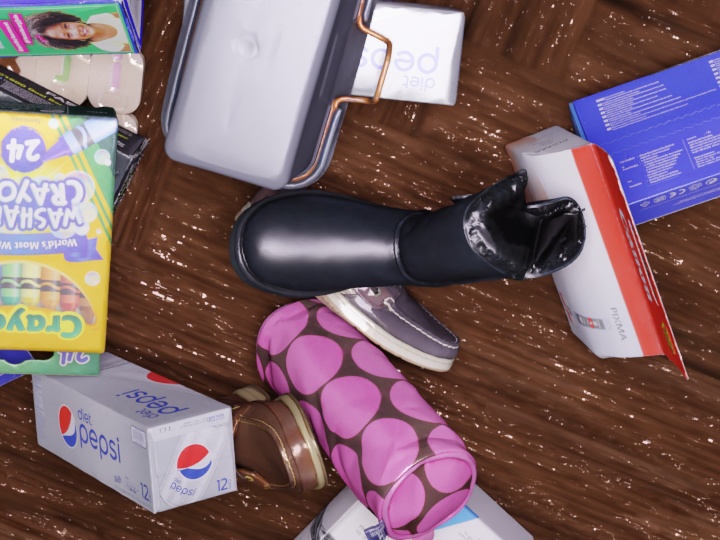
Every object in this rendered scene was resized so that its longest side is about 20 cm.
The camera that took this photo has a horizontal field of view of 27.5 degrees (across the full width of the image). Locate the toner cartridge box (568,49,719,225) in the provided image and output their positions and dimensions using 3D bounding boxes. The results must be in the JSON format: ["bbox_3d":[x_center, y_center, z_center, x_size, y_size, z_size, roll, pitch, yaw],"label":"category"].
[{"bbox_3d":[0.262,-0.107,1.068,0.200,0.043,0.095,-18,65,6],"label":"toner cartridge box"}]

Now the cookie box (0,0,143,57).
[{"bbox_3d":[-0.253,-0.235,1.018,0.199,0.075,0.172,-2,67,2],"label":"cookie box"}]

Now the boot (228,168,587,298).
[{"bbox_3d":[0.032,-0.026,0.996,0.200,0.168,0.077,3,82,-29],"label":"boot"}]

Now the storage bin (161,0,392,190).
[{"bbox_3d":[-0.054,-0.143,0.963,0.145,0.134,0.200,17,104,-3],"label":"storage bin"}]

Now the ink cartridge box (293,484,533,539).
[{"bbox_3d":[0.020,0.246,1.153,0.146,0.084,0.200,43,100,-7],"label":"ink cartridge box"}]

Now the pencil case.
[{"bbox_3d":[-0.002,0.110,1.077,0.091,0.200,0.094,-24,136,-18],"label":"pencil case"}]

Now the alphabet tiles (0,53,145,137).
[{"bbox_3d":[-0.264,-0.131,1.108,0.199,0.015,0.196,8,109,0],"label":"alphabet tiles"}]

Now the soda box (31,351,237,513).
[{"bbox_3d":[-0.168,0.113,1.072,0.068,0.200,0.064,-12,105,-33],"label":"soda box"}]

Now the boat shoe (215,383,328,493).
[{"bbox_3d":[-0.078,0.129,1.067,0.067,0.200,0.072,-20,98,-19],"label":"boat shoe"}]

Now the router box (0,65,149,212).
[{"bbox_3d":[-0.279,-0.071,1.089,0.200,0.062,0.150,26,107,-6],"label":"router box"}]

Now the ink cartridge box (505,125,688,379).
[{"bbox_3d":[0.162,-0.011,1.033,0.050,0.200,0.163,-21,101,3],"label":"ink cartridge box"}]

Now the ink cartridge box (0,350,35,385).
[{"bbox_3d":[-0.330,0.015,1.075,0.095,0.037,0.200,-25,111,15],"label":"ink cartridge box"}]

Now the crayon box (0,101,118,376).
[{"bbox_3d":[-0.238,-0.015,1.027,0.125,0.052,0.201,2,105,-12],"label":"crayon box"}]

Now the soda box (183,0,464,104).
[{"bbox_3d":[-0.027,-0.165,1.066,0.199,0.063,0.068,7,102,0],"label":"soda box"}]

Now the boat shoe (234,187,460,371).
[{"bbox_3d":[0.000,0.000,1.107,0.200,0.072,0.065,37,102,-3],"label":"boat shoe"}]
